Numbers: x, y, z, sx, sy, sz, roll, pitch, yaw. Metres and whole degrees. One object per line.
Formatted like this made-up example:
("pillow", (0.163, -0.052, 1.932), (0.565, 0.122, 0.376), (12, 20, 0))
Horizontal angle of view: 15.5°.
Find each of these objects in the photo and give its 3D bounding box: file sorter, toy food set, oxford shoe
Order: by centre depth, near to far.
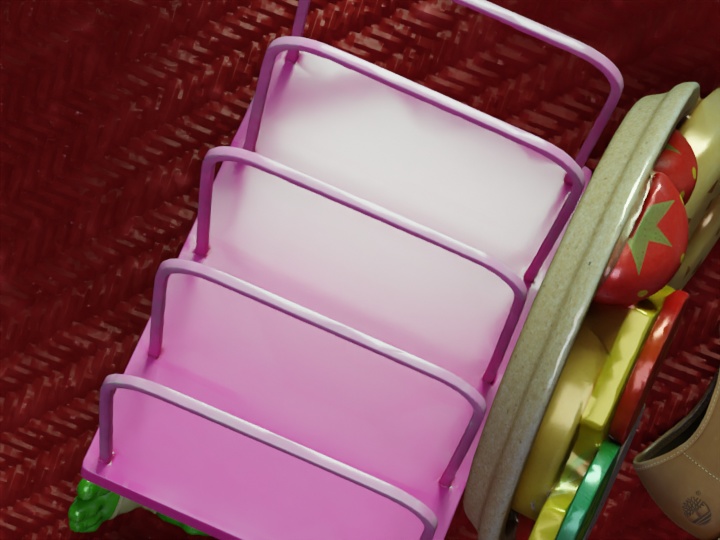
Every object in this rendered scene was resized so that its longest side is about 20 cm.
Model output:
("file sorter", (0.000, 0.000, 0.987), (0.138, 0.126, 0.201), (23, 69, 2))
("toy food set", (0.093, 0.024, 0.991), (0.048, 0.200, 0.199), (24, 101, 8))
("oxford shoe", (0.185, 0.029, 1.048), (0.071, 0.071, 0.200), (41, 105, 2))

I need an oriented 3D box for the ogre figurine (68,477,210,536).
("ogre figurine", (-0.033, 0.081, 1.075), (0.120, 0.098, 0.200), (32, 73, 12))
